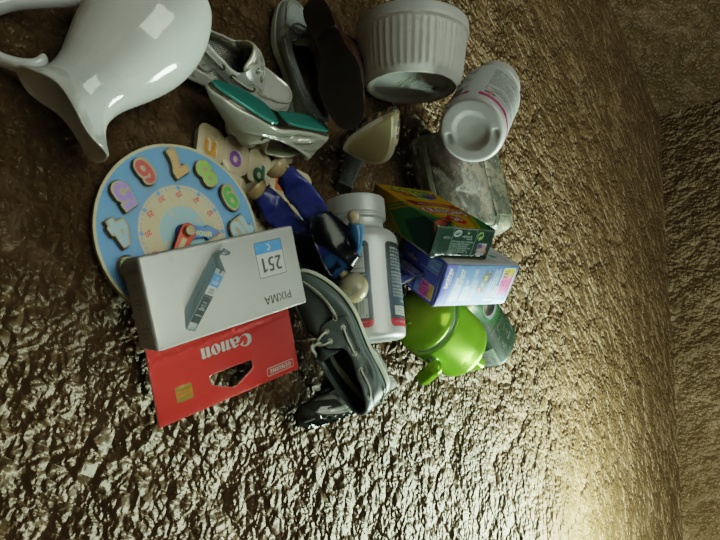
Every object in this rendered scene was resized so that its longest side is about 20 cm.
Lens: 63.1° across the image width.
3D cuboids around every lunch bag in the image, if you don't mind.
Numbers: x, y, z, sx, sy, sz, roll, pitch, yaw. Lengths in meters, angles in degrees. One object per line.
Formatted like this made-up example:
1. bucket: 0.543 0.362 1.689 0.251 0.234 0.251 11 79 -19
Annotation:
1. lunch bag: 0.174 -0.155 1.085 0.165 0.137 0.206 -2 79 -48

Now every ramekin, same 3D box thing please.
1. ramekin: 0.087 -0.362 0.996 0.198 0.197 0.108 4 85 -50

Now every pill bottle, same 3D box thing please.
1. pill bottle: 0.000 0.000 0.845 0.118 0.118 0.206 8 74 -49
2. pill bottle: 0.213 -0.282 1.011 0.115 0.111 0.201 58 39 -22

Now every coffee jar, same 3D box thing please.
1. coffee jar: 0.219 0.081 1.120 0.202 0.084 0.105 56 47 -26

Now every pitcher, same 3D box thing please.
1. pitcher: -0.261 -0.240 0.594 0.171 0.121 0.202 41 66 -16

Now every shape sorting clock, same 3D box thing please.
1. shape sorting clock: -0.200 -0.043 0.661 0.197 0.039 0.206 8 78 -44

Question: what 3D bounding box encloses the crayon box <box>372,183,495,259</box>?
1. crayon box: 0.098 -0.084 0.919 0.124 0.199 0.052 1 116 -37

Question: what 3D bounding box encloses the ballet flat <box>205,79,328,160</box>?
1. ballet flat: -0.123 -0.184 0.766 0.197 0.068 0.072 7 75 -49

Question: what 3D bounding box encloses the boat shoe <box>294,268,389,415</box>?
1. boat shoe: -0.033 0.092 0.743 0.203 0.072 0.062 58 36 -8

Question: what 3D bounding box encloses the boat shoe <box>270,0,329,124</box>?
1. boat shoe: -0.084 -0.305 0.866 0.073 0.064 0.208 4 76 -50

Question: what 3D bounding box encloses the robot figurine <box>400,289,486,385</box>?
1. robot figurine: 0.136 0.102 0.988 0.199 0.114 0.179 38 52 -38

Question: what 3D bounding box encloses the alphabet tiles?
1. alphabet tiles: -0.141 -0.114 0.785 0.198 0.014 0.201 20 65 -47

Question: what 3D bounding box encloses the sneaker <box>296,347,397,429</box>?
1. sneaker: -0.026 0.162 0.818 0.198 0.073 0.081 -15 80 -56

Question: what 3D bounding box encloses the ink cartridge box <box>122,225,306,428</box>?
1. ink cartridge box: -0.146 0.055 0.652 0.197 0.044 0.181 -17 99 -44

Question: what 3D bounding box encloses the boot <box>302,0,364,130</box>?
1. boot: -0.020 -0.289 0.887 0.200 0.063 0.192 -13 88 -80

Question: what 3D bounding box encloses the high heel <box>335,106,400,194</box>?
1. high heel: 0.020 -0.220 0.883 0.070 0.200 0.145 25 60 -13

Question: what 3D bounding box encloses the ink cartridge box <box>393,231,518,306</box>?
1. ink cartridge box: 0.132 -0.008 0.931 0.196 0.136 0.078 3 114 -37

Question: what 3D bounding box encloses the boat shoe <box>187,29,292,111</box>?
1. boat shoe: -0.153 -0.261 0.757 0.198 0.069 0.072 9 56 -50

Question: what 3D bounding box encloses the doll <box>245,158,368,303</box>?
1. doll: -0.062 -0.039 0.760 0.201 0.136 0.048 49 10 -4
